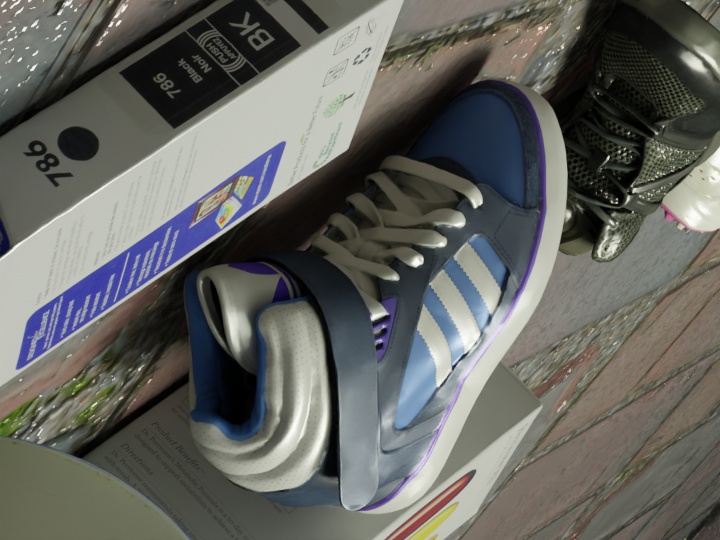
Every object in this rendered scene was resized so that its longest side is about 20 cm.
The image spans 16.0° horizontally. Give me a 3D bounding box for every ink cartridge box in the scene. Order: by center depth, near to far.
[{"bbox_3d":[-0.074,-0.030,0.837,0.200,0.039,0.100,-37,164,-31],"label":"ink cartridge box"}]

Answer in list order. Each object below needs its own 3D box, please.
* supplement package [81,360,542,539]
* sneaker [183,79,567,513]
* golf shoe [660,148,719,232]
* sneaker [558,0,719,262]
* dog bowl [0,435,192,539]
[{"bbox_3d":[-0.033,0.100,1.160,0.200,0.110,0.114,-36,164,-31],"label":"supplement package"},{"bbox_3d":[0.000,0.000,1.040,0.146,0.081,0.200,23,89,-52],"label":"sneaker"},{"bbox_3d":[0.230,-0.081,1.457,0.200,0.075,0.092,-25,153,-55],"label":"golf shoe"},{"bbox_3d":[0.124,-0.063,1.205,0.114,0.076,0.199,-49,172,-9],"label":"sneaker"},{"bbox_3d":[-0.137,0.157,0.858,0.200,0.200,0.079,-35,160,-31],"label":"dog bowl"}]
